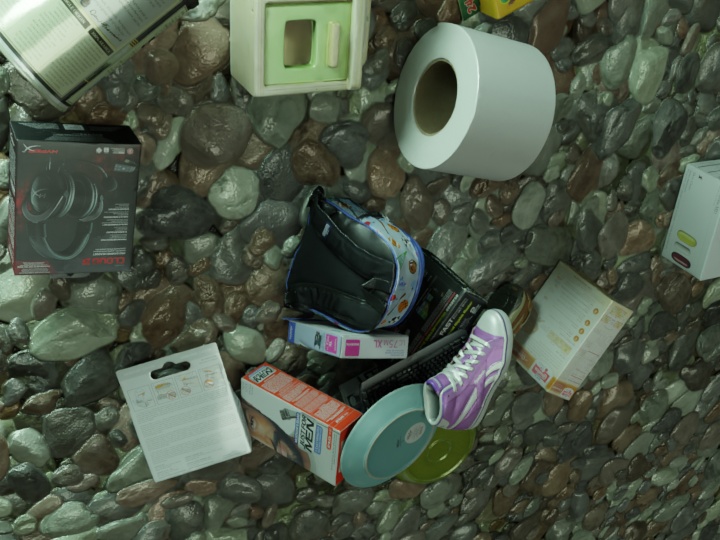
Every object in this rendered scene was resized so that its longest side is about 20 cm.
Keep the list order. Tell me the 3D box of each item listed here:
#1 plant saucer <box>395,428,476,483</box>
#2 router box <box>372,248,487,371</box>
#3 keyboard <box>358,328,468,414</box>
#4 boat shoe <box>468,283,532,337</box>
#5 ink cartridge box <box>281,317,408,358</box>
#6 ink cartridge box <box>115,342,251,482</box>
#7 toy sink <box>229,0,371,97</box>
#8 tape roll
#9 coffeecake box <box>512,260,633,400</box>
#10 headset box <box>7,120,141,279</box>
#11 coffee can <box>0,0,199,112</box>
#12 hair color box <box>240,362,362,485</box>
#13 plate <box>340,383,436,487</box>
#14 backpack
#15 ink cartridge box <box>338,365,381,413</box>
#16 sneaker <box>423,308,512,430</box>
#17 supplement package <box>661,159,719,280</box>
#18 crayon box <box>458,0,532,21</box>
[{"bbox_3d":[0.147,0.344,1.649,0.199,0.031,0.201,-14,124,-22],"label":"plant saucer"},{"bbox_3d":[0.096,0.083,1.387,0.062,0.150,0.200,25,104,-39],"label":"router box"},{"bbox_3d":[0.092,0.180,1.332,0.199,0.021,0.127,-26,130,-15],"label":"keyboard"},{"bbox_3d":[0.247,0.120,1.543,0.074,0.076,0.200,28,103,-41],"label":"boat shoe"},{"bbox_3d":[-0.030,0.103,1.300,0.119,0.200,0.042,4,94,-32],"label":"ink cartridge box"},{"bbox_3d":[-0.272,0.217,1.324,0.162,0.057,0.201,-16,105,-6],"label":"ink cartridge box"},{"bbox_3d":[-0.058,-0.307,1.091,0.199,0.112,0.131,-9,123,-24],"label":"toy sink"},{"bbox_3d":[0.158,-0.234,1.198,0.139,0.203,0.203,5,115,-31],"label":"tape roll"},{"bbox_3d":[0.375,0.109,1.555,0.073,0.154,0.200,24,105,-36],"label":"coffeecake box"},{"bbox_3d":[-0.368,-0.082,1.079,0.148,0.077,0.201,-1,117,-28],"label":"headset box"},{"bbox_3d":[-0.303,-0.296,0.940,0.200,0.146,0.146,-39,129,-3],"label":"coffee can"},{"bbox_3d":[-0.098,0.241,1.341,0.064,0.199,0.111,-30,134,-46],"label":"hair color box"},{"bbox_3d":[0.056,0.265,1.321,0.200,0.026,0.201,-23,132,-27],"label":"plate"},{"bbox_3d":[0.000,0.000,1.259,0.154,0.190,0.201,-7,123,-44],"label":"backpack"},{"bbox_3d":[0.065,0.203,1.515,0.199,0.039,0.100,-28,127,-12],"label":"ink cartridge box"},{"bbox_3d":[0.160,0.152,1.292,0.114,0.073,0.201,11,99,-40],"label":"sneaker"},{"bbox_3d":[0.700,-0.102,1.637,0.155,0.111,0.201,-10,122,-24],"label":"supplement package"},{"bbox_3d":[0.225,-0.448,1.204,0.199,0.051,0.127,-31,129,-9],"label":"crayon box"}]
